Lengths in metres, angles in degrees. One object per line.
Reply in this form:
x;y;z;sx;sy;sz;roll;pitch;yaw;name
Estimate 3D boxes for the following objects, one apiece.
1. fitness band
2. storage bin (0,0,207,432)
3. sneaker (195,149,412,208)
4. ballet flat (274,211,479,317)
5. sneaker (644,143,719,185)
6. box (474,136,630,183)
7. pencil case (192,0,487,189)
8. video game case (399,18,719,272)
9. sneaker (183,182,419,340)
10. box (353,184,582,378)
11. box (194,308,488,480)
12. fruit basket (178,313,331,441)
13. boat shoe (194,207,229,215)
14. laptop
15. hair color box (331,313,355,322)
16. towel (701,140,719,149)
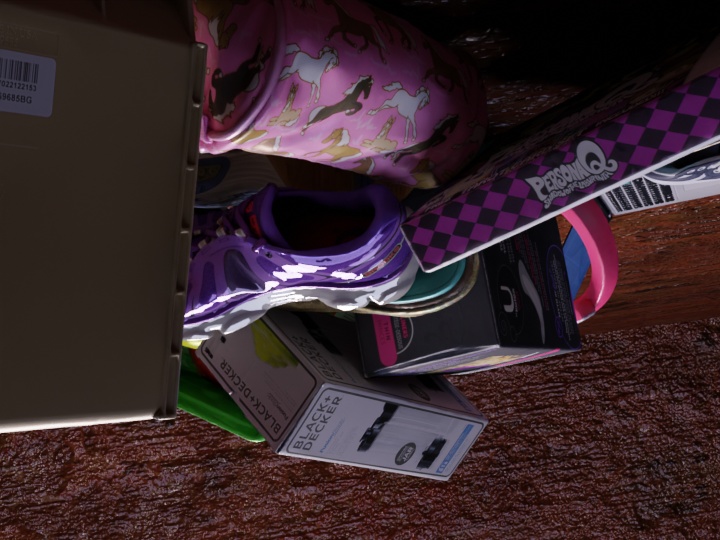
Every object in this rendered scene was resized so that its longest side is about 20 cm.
0.150;-0.013;1.012;0.037;0.144;0.200;-24;176;-30;fitness band
-0.171;-0.034;0.453;0.094;0.199;0.200;7;-177;41;storage bin
-0.064;-0.074;0.713;0.199;0.076;0.088;4;175;-20;sneaker
0.000;0.000;0.726;0.200;0.071;0.071;2;178;36;ballet flat
0.283;-0.103;0.815;0.199;0.070;0.108;-10;173;28;sneaker
0.110;-0.070;0.919;0.082;0.049;0.200;1;166;-45;box
-0.010;-0.092;0.583;0.086;0.083;0.200;-15;169;34;pencil case
0.139;-0.080;0.620;0.200;0.036;0.181;-26;-171;35;video game case
-0.066;-0.018;0.650;0.199;0.081;0.083;-11;149;9;sneaker
0.078;0.011;0.838;0.106;0.123;0.200;-15;169;24;box
-0.009;0.086;0.825;0.200;0.117;0.060;20;108;-48;box
-0.128;0.030;0.873;0.215;0.156;0.216;26;-178;-1;fruit basket
-0.148;-0.021;0.760;0.200;0.075;0.062;19;-172;38;boat shoe
0.276;-0.026;1.130;0.199;0.116;0.187;-11;171;17;laptop
-0.026;0.025;1.024;0.064;0.111;0.200;30;171;-17;hair color box
0.200;-0.100;0.698;0.147;0.022;0.200;-40;-170;-32;towel
